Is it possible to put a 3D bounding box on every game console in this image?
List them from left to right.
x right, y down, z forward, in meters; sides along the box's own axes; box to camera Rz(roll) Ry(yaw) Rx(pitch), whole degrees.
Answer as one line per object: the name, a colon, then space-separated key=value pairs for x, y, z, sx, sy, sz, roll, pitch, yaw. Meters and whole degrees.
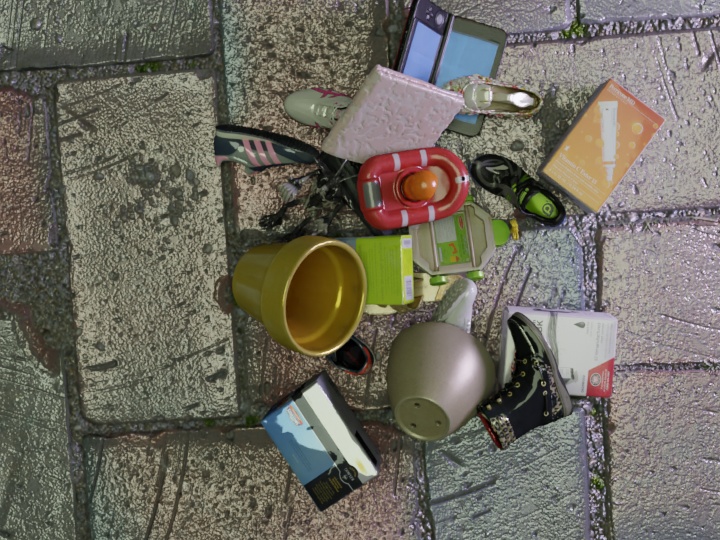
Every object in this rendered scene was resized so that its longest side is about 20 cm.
game console: x=0.153 y=-0.361 z=1.711 sx=0.118 sy=0.172 sz=0.203 roll=19 pitch=95 yaw=34

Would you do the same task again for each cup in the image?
cup: x=0.127 y=0.214 z=1.692 sx=0.197 sy=0.144 sz=0.202 roll=11 pitch=128 yaw=14

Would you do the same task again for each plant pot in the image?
plant pot: x=-0.120 y=0.033 z=1.694 sx=0.187 sy=0.199 sz=0.204 roll=13 pitch=96 yaw=45

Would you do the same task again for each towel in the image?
towel: x=0.056 y=-0.258 z=1.674 sx=0.189 sy=0.033 sz=0.200 roll=11 pitch=138 yaw=-29

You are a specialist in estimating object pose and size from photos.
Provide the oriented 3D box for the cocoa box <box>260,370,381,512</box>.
cocoa box: x=-0.070 y=0.308 z=1.758 sx=0.130 sy=0.133 sz=0.201 roll=-34 pitch=91 yaw=6

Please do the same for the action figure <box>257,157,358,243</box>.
action figure: x=-0.090 y=-0.116 z=1.720 sx=0.119 sy=0.102 sz=0.200 roll=48 pitch=123 yaw=-3

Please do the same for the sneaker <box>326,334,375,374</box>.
sneaker: x=-0.059 y=0.123 z=1.770 sx=0.198 sy=0.085 sz=0.076 roll=31 pitch=95 yaw=2

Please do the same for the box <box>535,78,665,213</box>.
box: x=0.423 y=-0.218 z=1.711 sx=0.124 sy=0.097 sz=0.201 roll=36 pitch=95 yaw=1

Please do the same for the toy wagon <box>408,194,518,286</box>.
toy wagon: x=0.188 y=-0.057 z=1.750 sx=0.197 sy=0.040 sz=0.158 roll=-7 pitch=77 yaw=3

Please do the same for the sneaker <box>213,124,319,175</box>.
sneaker: x=-0.175 y=-0.211 z=1.774 sx=0.197 sy=0.070 sz=0.083 roll=14 pitch=111 yaw=6

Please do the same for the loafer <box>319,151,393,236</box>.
loafer: x=-0.006 y=-0.143 z=1.766 sx=0.070 sy=0.068 sz=0.202 roll=-28 pitch=95 yaw=38

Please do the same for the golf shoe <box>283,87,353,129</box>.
golf shoe: x=-0.045 y=-0.290 z=1.741 sx=0.197 sy=0.092 sz=0.074 roll=11 pitch=95 yaw=4

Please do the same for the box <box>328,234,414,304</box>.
box: x=0.000 y=0.000 z=1.746 sx=0.198 sy=0.047 sz=0.124 roll=-1 pitch=93 yaw=32

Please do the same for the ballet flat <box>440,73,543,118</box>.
ballet flat: x=0.236 y=-0.309 z=1.704 sx=0.197 sy=0.064 sz=0.077 roll=-1 pitch=99 yaw=-17

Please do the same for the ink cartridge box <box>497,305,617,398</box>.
ink cartridge box: x=0.355 y=0.147 z=1.745 sx=0.197 sy=0.083 sz=0.149 roll=3 pitch=95 yaw=3

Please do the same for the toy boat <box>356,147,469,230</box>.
toy boat: x=0.099 y=-0.145 z=1.668 sx=0.197 sy=0.131 sz=0.133 roll=-11 pitch=95 yaw=-17

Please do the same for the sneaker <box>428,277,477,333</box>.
sneaker: x=0.170 y=0.096 z=1.735 sx=0.080 sy=0.077 sz=0.201 roll=26 pitch=130 yaw=-2

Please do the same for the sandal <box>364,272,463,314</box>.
sandal: x=0.091 y=0.039 z=1.762 sx=0.208 sy=0.070 sz=0.079 roll=-8 pitch=93 yaw=4

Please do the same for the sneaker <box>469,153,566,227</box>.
sneaker: x=0.288 y=-0.147 z=1.731 sx=0.198 sy=0.083 sz=0.071 roll=34 pitch=95 yaw=1

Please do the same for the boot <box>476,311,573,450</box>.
boot: x=0.264 y=0.192 z=1.658 sx=0.152 sy=0.073 sz=0.206 roll=-28 pitch=98 yaw=-13
